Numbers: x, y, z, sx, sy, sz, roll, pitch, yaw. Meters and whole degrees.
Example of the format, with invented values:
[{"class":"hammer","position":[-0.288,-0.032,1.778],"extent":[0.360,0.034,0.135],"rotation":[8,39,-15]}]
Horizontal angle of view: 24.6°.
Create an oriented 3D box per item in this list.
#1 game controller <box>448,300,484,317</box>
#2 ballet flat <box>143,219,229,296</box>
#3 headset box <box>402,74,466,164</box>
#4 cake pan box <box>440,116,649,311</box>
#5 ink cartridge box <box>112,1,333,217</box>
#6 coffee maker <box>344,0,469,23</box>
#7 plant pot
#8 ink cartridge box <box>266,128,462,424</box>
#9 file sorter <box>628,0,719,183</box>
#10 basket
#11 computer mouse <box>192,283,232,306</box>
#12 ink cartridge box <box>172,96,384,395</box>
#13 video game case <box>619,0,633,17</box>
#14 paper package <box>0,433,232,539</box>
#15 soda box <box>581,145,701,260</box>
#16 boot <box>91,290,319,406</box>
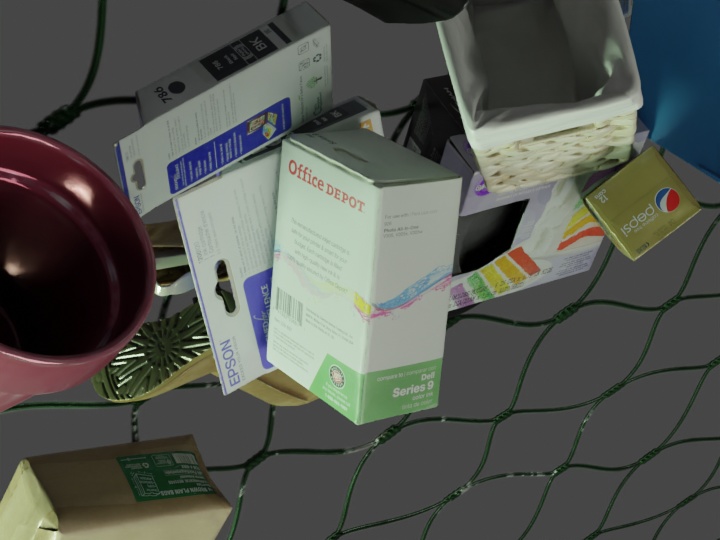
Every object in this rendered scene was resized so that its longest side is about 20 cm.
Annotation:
[{"class":"game controller","position":[0.084,-0.008,1.624],"extent":[0.104,0.042,0.200],"rotation":[-40,146,11]},{"class":"ballet flat","position":[-0.190,-0.005,1.369],"extent":[0.200,0.063,0.069],"rotation":[-12,144,-29]},{"class":"headset box","position":[0.140,-0.113,1.501],"extent":[0.200,0.075,0.149],"rotation":[-14,142,-28]},{"class":"cake pan box","position":[0.140,-0.055,1.462],"extent":[0.200,0.052,0.184],"rotation":[-14,140,-29]},{"class":"ink cartridge box","position":[-0.111,-0.123,1.279],"extent":[0.200,0.039,0.099],"rotation":[-32,150,-22]},{"class":"coffee maker","position":[-0.004,-0.236,1.106],"extent":[0.200,0.192,0.135],"rotation":[10,112,-49]},{"class":"plant pot","position":[-0.278,0.021,1.228],"extent":[0.200,0.200,0.179],"rotation":[-4,153,-38]},{"class":"ink cartridge box","position":[0.000,0.000,1.326],"extent":[0.087,0.145,0.200],"rotation":[-10,114,-32]},{"class":"file sorter","position":[0.319,-0.201,1.398],"extent":[0.123,0.139,0.200],"rotation":[-18,129,-28]},{"class":"basket","position":[0.131,-0.173,1.283],"extent":[0.135,0.200,0.123],"rotation":[-13,153,2]},{"class":"computer mouse","position":[-0.047,-0.011,1.496],"extent":[0.138,0.053,0.200],"rotation":[11,128,-47]},{"class":"ink cartridge box","position":[-0.059,-0.021,1.397],"extent":[0.200,0.043,0.198],"rotation":[-25,123,-24]},{"class":"video game case","position":[0.212,-0.281,1.393],"extent":[0.182,0.022,0.200],"rotation":[-27,148,-10]},{"class":"paper package","position":[-0.258,0.265,1.632],"extent":[0.200,0.104,0.191],"rotation":[-2,137,-38]},{"class":"soda box","position":[0.226,-0.054,1.353],"extent":[0.068,0.064,0.200],"rotation":[-38,177,6]},{"class":"boot","position":[-0.124,0.094,1.533],"extent":[0.175,0.066,0.200],"rotation":[-22,155,21]}]
